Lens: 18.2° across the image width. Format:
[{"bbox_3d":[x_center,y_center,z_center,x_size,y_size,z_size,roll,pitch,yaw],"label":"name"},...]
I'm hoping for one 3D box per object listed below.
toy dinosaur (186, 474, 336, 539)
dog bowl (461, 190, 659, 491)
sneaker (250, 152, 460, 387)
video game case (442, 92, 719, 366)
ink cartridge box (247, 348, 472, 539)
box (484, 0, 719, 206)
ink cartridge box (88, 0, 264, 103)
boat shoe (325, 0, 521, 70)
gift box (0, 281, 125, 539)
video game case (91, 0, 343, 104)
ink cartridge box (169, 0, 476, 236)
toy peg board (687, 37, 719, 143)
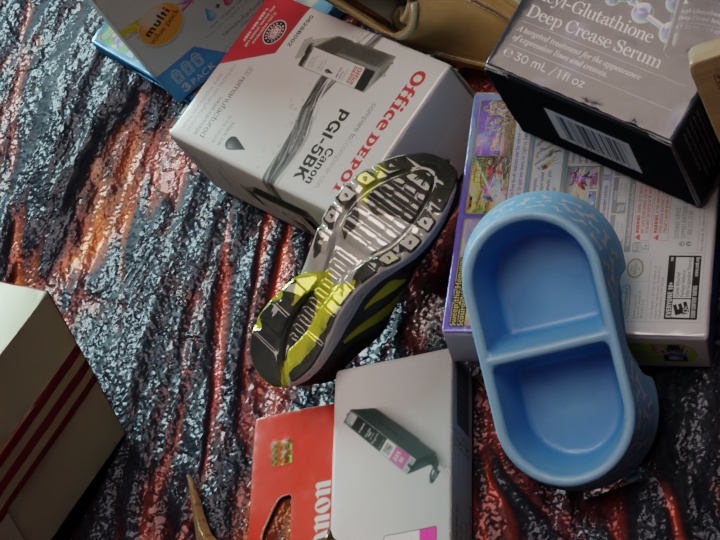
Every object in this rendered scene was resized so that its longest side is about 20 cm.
[{"bbox_3d":[-0.080,0.206,1.542,0.199,0.061,0.106,2,43,51],"label":"toy dinosaur"},{"bbox_3d":[0.126,0.048,1.465,0.111,0.050,0.202,-13,90,15],"label":"dog bowl"},{"bbox_3d":[0.000,0.000,1.599,0.074,0.085,0.200,44,97,21],"label":"sneaker"},{"bbox_3d":[0.158,-0.031,1.553,0.180,0.046,0.201,1,59,14],"label":"video game case"},{"bbox_3d":[-0.009,0.162,1.542,0.172,0.044,0.201,-12,55,20],"label":"ink cartridge box"},{"bbox_3d":[0.204,-0.172,1.519,0.148,0.107,0.201,25,78,27],"label":"box"},{"bbox_3d":[-0.162,-0.239,1.766,0.115,0.200,0.068,-42,49,-2],"label":"ink cartridge box"},{"bbox_3d":[0.044,-0.190,1.672,0.199,0.072,0.076,20,28,0],"label":"boat shoe"},{"bbox_3d":[-0.293,0.132,1.635,0.184,0.201,0.187,6,47,36],"label":"gift box"},{"bbox_3d":[-0.118,-0.206,1.864,0.200,0.018,0.143,31,77,39],"label":"video game case"},{"bbox_3d":[-0.023,-0.108,1.701,0.199,0.083,0.147,26,76,39],"label":"ink cartridge box"},{"bbox_3d":[0.333,-0.115,1.446,0.199,0.200,0.098,-17,37,18],"label":"toy peg board"}]
